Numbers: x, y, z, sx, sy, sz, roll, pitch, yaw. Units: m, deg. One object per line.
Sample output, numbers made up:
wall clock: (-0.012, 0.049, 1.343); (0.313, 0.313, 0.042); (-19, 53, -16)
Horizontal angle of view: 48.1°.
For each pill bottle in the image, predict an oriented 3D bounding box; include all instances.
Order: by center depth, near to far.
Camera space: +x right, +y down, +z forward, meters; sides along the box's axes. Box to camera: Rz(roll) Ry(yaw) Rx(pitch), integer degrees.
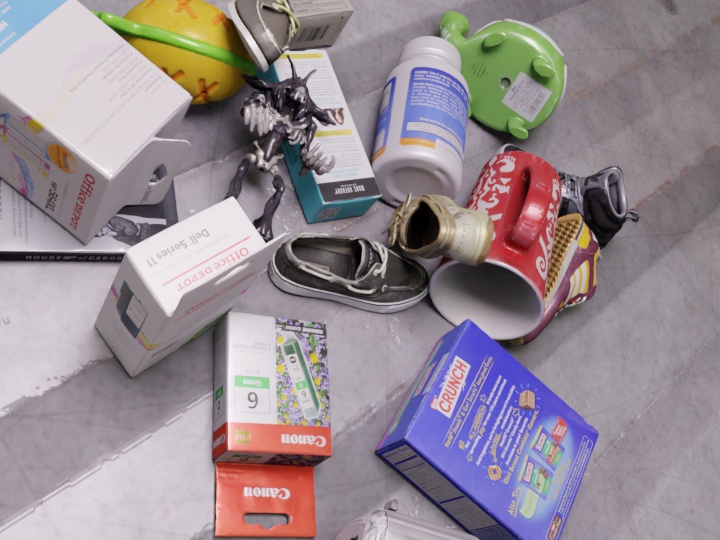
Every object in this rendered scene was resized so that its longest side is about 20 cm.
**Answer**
pill bottle: (0.077, -0.185, 0.992); (0.110, 0.112, 0.203); (21, 58, -18)

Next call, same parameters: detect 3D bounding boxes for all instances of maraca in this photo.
maraca: (-0.205, -0.239, 0.854); (0.197, 0.137, 0.109); (12, 93, -27)

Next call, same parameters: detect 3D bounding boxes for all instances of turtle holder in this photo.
turtle holder: (0.190, -0.272, 1.101); (0.182, 0.143, 0.132); (10, 34, 21)

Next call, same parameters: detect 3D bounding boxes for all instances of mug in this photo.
mug: (0.186, -0.044, 0.952); (0.133, 0.176, 0.202); (43, 48, -21)

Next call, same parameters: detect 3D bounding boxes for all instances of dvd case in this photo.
dvd case: (-0.281, -0.082, 0.795); (0.197, 0.025, 0.153); (0, 67, -28)

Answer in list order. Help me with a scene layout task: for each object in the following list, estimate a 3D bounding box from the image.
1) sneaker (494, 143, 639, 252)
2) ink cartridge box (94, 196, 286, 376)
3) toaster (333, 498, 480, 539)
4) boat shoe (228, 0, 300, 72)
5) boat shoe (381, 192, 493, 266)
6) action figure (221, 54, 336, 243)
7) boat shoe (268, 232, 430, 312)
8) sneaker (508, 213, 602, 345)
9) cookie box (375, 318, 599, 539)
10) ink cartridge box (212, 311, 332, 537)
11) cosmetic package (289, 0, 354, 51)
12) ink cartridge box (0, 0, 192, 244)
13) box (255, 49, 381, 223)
sneaker: (0.276, -0.114, 1.066); (0.199, 0.114, 0.076); (41, 53, -6)
ink cartridge box: (-0.154, 0.009, 0.711); (0.116, 0.200, 0.068); (-33, 84, -36)
toaster: (0.029, 0.314, 0.722); (0.127, 0.114, 0.203); (25, 59, -11)
boat shoe: (-0.099, -0.266, 0.855); (0.203, 0.059, 0.073); (-106, 169, -61)
boat shoe: (0.072, -0.050, 0.877); (0.062, 0.199, 0.075); (11, 91, -22)
action figure: (-0.085, -0.130, 0.842); (0.117, 0.102, 0.203); (22, 85, -27)
boat shoe: (0.000, 0.000, 0.886); (0.197, 0.064, 0.072); (5, 64, -28)
sneaker: (0.250, 0.026, 1.009); (0.090, 0.074, 0.201); (46, 63, -23)
cookie box: (0.140, 0.183, 0.868); (0.199, 0.075, 0.172); (41, 54, -6)
ink cartridge box: (-0.084, 0.147, 0.776); (0.107, 0.050, 0.204); (9, 62, -25)
cosmetic package: (-0.101, -0.380, 1.012); (0.104, 0.071, 0.203); (-17, 76, -33)
ink cartridge box: (-0.261, -0.137, 0.738); (0.199, 0.128, 0.126); (39, 54, -6)
box: (-0.051, -0.160, 0.946); (0.081, 0.049, 0.203); (-10, 72, -32)
